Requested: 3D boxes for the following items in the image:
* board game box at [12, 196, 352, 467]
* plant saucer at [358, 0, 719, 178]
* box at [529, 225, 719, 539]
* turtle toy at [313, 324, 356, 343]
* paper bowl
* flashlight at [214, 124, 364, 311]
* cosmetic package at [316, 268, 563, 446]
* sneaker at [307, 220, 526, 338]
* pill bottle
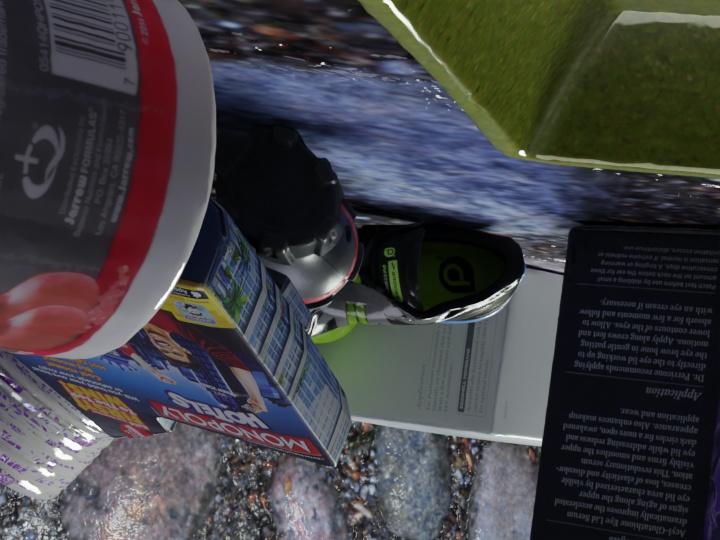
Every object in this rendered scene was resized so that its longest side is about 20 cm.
[{"bbox_3d":[-0.099,0.016,0.764,0.199,0.062,0.200,13,154,28],"label":"board game box"},{"bbox_3d":[0.111,-0.053,0.327,0.198,0.048,0.200,6,175,15],"label":"plant saucer"},{"bbox_3d":[0.179,0.086,0.944,0.104,0.202,0.148,3,174,37],"label":"box"},{"bbox_3d":[-0.090,0.034,1.293,0.199,0.102,0.146,1,149,32],"label":"turtle toy"},{"bbox_3d":[-0.196,0.015,0.906,0.201,0.104,0.201,46,180,0],"label":"paper bowl"},{"bbox_3d":[-0.030,-0.020,0.811,0.067,0.069,0.200,-10,175,-3],"label":"flashlight"},{"bbox_3d":[0.100,0.067,1.313,0.198,0.124,0.199,11,175,-42],"label":"cosmetic package"},{"bbox_3d":[0.000,0.000,0.976,0.198,0.071,0.083,-4,168,-16],"label":"sneaker"},{"bbox_3d":[-0.145,-0.043,0.436,0.199,0.112,0.110,11,174,-38],"label":"pill bottle"}]
